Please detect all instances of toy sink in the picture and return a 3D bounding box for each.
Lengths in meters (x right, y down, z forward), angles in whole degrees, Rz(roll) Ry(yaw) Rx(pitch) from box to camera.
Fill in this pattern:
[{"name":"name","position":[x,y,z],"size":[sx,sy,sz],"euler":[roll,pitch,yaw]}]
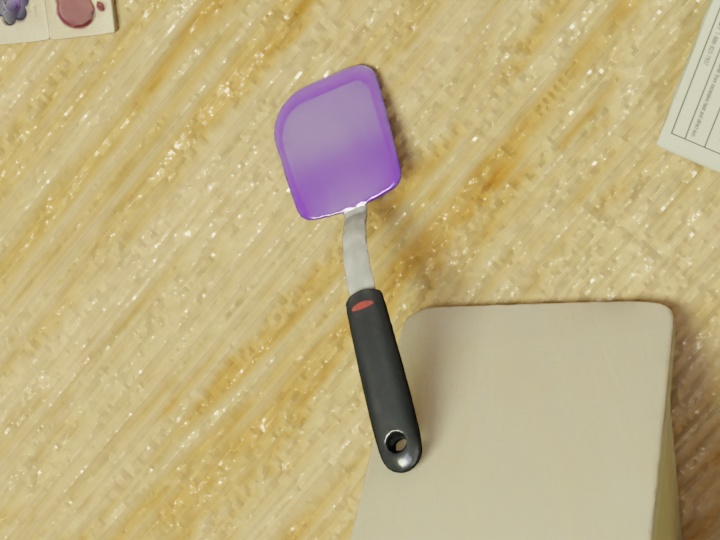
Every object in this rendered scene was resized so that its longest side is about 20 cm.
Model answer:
[{"name":"toy sink","position":[0.074,0.120,1.044],"size":[0.129,0.201,0.113],"euler":[-2,128,12]}]

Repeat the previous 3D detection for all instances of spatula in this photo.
[{"name":"spatula","position":[0.000,0.000,1.055],"size":[0.056,0.021,0.201],"euler":[-20,57,15]}]

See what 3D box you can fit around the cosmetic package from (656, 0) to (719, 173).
[{"name":"cosmetic package","position":[0.237,-0.069,0.993],"size":[0.199,0.071,0.106],"euler":[25,132,7]}]

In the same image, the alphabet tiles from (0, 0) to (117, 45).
[{"name":"alphabet tiles","position":[-0.205,-0.205,1.120],"size":[0.166,0.008,0.202],"euler":[-4,98,13]}]
